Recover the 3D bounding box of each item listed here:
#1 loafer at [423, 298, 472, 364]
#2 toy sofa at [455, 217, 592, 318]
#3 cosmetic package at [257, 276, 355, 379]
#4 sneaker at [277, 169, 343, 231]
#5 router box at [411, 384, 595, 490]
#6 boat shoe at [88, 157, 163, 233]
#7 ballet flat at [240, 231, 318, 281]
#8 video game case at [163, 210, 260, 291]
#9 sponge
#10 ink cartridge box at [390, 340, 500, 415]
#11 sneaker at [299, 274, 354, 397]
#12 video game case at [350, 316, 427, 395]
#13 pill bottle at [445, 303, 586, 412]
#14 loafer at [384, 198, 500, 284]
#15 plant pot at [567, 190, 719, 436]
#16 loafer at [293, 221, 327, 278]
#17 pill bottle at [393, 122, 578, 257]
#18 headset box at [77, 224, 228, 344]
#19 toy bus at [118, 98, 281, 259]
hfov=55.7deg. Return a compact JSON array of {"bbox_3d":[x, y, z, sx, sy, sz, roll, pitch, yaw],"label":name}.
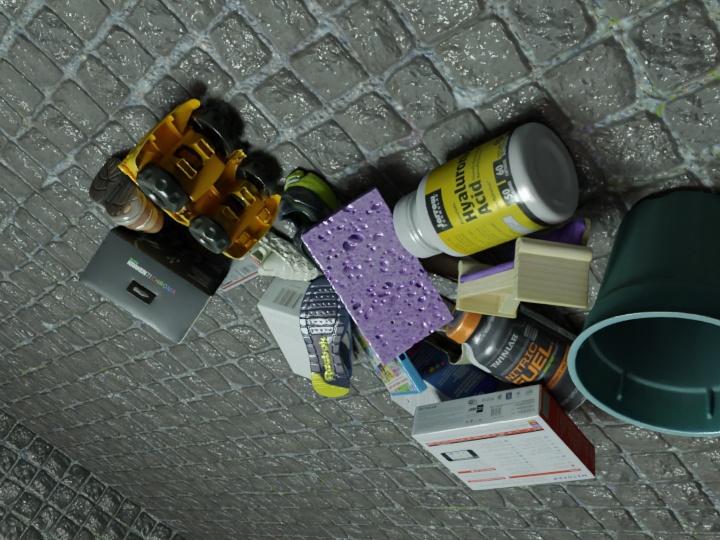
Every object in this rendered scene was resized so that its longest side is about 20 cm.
[{"bbox_3d":[0.165,0.113,1.017,0.199,0.068,0.076,27,143,1],"label":"loafer"},{"bbox_3d":[0.180,-0.002,0.780,0.082,0.098,0.200,7,172,-9],"label":"toy sofa"},{"bbox_3d":[-0.087,0.105,1.147,0.101,0.074,0.200,15,146,28],"label":"cosmetic package"},{"bbox_3d":[-0.037,-0.046,0.945,0.200,0.081,0.074,38,142,-13],"label":"sneaker"},{"bbox_3d":[0.203,0.244,0.969,0.199,0.049,0.180,-18,131,34],"label":"router box"},{"bbox_3d":[-0.351,-0.107,1.025,0.072,0.076,0.200,39,-176,-43],"label":"boat shoe"},{"bbox_3d":[-0.159,-0.032,1.053,0.200,0.072,0.072,36,142,-12],"label":"ballet flat"},{"bbox_3d":[-0.261,-0.051,1.132,0.200,0.017,0.143,45,140,-21],"label":"video game case"},{"bbox_3d":[0.023,0.009,0.854,0.111,0.030,0.200,-32,104,1],"label":"sponge"},{"bbox_3d":[0.142,0.202,1.078,0.200,0.076,0.137,34,150,30],"label":"ink cartridge box"},{"bbox_3d":[-0.048,0.091,1.034,0.074,0.082,0.201,4,116,8],"label":"sneaker"},{"bbox_3d":[0.020,0.098,1.026,0.200,0.018,0.143,58,162,2],"label":"video game case"},{"bbox_3d":[0.219,0.105,0.936,0.199,0.106,0.106,28,143,-5],"label":"pill bottle"},{"bbox_3d":[0.092,-0.018,0.906,0.199,0.071,0.073,26,143,2],"label":"loafer"},{"bbox_3d":[0.335,0.035,0.712,0.199,0.196,0.201,16,142,13],"label":"plant pot"},{"bbox_3d":[0.000,0.000,0.897,0.200,0.070,0.068,32,106,-30],"label":"loafer"},{"bbox_3d":[0.134,-0.079,0.776,0.111,0.112,0.200,45,140,-21],"label":"pill bottle"},{"bbox_3d":[-0.311,0.009,1.051,0.174,0.093,0.200,35,-173,-10],"label":"headset box"},{"bbox_3d":[-0.236,-0.119,0.956,0.200,0.136,0.192,47,156,-27],"label":"toy bus"}]
